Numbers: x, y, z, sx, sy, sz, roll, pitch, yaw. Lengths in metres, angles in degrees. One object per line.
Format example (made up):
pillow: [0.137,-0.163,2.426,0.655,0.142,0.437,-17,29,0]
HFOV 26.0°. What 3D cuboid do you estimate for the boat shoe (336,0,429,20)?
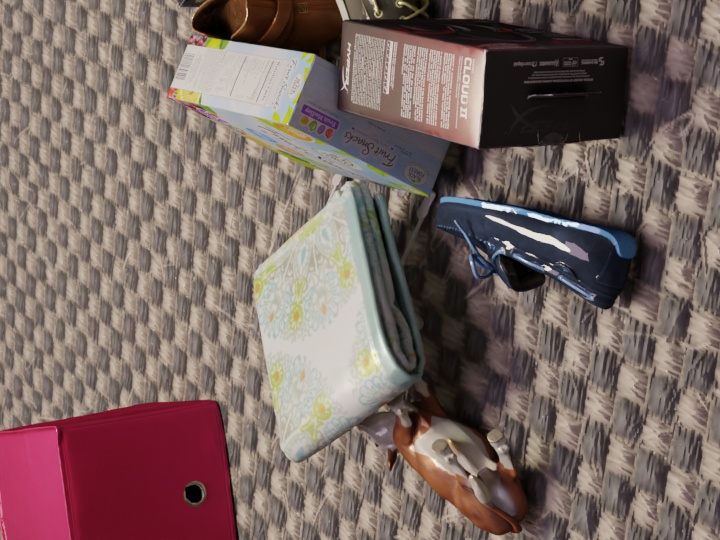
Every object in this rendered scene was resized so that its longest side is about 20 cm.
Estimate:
boat shoe: [0.022,-0.230,1.357,0.060,0.072,0.203,-37,74,35]

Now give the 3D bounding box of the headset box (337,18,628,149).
headset box: [0.098,-0.146,1.201,0.199,0.147,0.076,23,114,51]

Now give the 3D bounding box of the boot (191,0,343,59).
boot: [-0.091,-0.221,1.444,0.199,0.153,0.075,-21,78,53]

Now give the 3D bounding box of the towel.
towel: [-0.023,0.044,1.369,0.171,0.048,0.202,-41,49,41]

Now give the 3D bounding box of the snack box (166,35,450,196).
snack box: [-0.046,-0.135,1.351,0.199,0.168,0.068,16,84,52]

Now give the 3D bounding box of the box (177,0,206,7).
box: [-0.155,-0.407,1.593,0.200,0.049,0.200,-43,62,48]

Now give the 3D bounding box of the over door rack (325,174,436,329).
over door rack: [0.000,0.000,1.443,0.147,0.066,0.202,24,101,50]

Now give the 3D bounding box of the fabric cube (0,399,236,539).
fabric cube: [-0.277,0.257,1.747,0.199,0.198,0.199,-10,86,54]

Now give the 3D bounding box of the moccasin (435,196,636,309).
moccasin: [0.126,-0.016,1.239,0.199,0.080,0.069,18,98,53]

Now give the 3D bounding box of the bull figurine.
bull figurine: [0.068,0.151,1.349,0.199,0.065,0.122,33,157,38]
